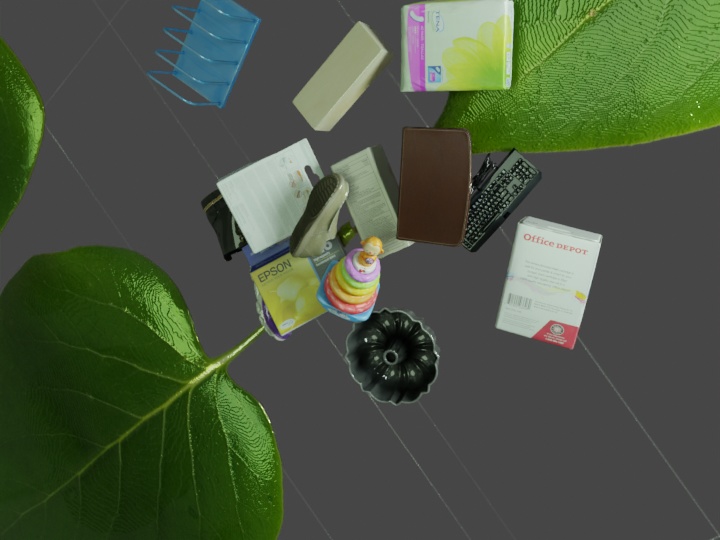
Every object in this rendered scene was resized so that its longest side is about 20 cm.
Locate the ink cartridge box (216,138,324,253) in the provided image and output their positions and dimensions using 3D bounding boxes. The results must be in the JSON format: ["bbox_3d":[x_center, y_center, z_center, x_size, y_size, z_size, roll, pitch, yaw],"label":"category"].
[{"bbox_3d":[-0.163,-0.150,1.370,0.198,0.047,0.162,-26,107,1],"label":"ink cartridge box"}]

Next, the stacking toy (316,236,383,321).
[{"bbox_3d":[0.000,0.000,1.280,0.115,0.111,0.201,25,145,-4],"label":"stacking toy"}]

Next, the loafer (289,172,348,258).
[{"bbox_3d":[-0.072,-0.103,1.328,0.201,0.068,0.076,-54,39,34],"label":"loafer"}]

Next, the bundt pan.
[{"bbox_3d":[0.073,0.163,1.387,0.199,0.076,0.205,6,105,22],"label":"bundt pan"}]

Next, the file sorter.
[{"bbox_3d":[-0.318,-0.448,1.372,0.138,0.123,0.201,35,113,10],"label":"file sorter"}]

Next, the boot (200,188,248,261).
[{"bbox_3d":[-0.239,-0.122,1.435,0.199,0.077,0.140,-31,77,39],"label":"boot"}]

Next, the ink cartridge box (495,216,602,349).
[{"bbox_3d":[0.338,0.020,1.238,0.146,0.085,0.203,16,107,18],"label":"ink cartridge box"}]

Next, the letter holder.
[{"bbox_3d":[0.153,-0.152,1.237,0.141,0.100,0.203,9,101,34],"label":"letter holder"}]

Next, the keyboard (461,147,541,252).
[{"bbox_3d":[0.233,-0.132,1.269,0.104,0.040,0.201,42,114,7],"label":"keyboard"}]

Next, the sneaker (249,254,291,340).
[{"bbox_3d":[-0.178,0.051,1.465,0.082,0.081,0.203,-10,99,18],"label":"sneaker"}]

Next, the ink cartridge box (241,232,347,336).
[{"bbox_3d":[-0.121,-0.001,1.412,0.196,0.047,0.202,-28,94,6],"label":"ink cartridge box"}]

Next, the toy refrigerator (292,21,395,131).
[{"bbox_3d":[-0.032,-0.364,1.306,0.200,0.070,0.076,-45,78,24],"label":"toy refrigerator"}]

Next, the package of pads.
[{"bbox_3d":[0.169,-0.398,1.213,0.197,0.068,0.157,5,106,20],"label":"package of pads"}]

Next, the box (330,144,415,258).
[{"bbox_3d":[0.030,-0.131,1.331,0.094,0.078,0.202,-20,95,26],"label":"box"}]
